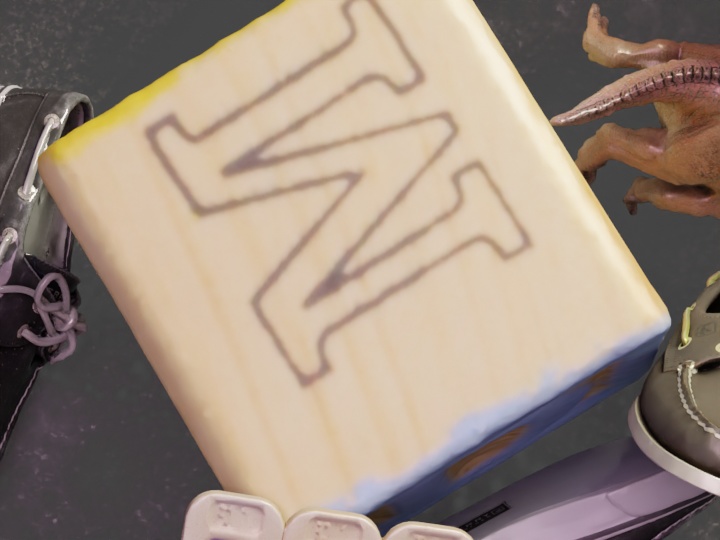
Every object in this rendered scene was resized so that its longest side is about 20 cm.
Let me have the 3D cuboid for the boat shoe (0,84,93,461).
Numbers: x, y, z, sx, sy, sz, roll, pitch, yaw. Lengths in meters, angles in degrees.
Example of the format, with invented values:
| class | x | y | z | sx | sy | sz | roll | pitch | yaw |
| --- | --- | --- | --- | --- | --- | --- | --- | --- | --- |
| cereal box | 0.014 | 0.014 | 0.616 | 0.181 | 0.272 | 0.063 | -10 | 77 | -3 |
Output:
| class | x | y | z | sx | sy | sz | roll | pitch | yaw |
| --- | --- | --- | --- | --- | --- | --- | --- | --- | --- |
| boat shoe | -0.160 | 0.012 | 1.242 | 0.068 | 0.074 | 0.200 | 3 | 72 | 19 |

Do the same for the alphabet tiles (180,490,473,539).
| class | x | y | z | sx | sy | sz | roll | pitch | yaw |
| --- | --- | --- | --- | --- | --- | --- | --- | --- | --- |
| alphabet tiles | -0.025 | 0.191 | 1.072 | 0.200 | 0.015 | 0.196 | 10 | 99 | -6 |

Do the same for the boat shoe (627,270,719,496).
| class | x | y | z | sx | sy | sz | roll | pitch | yaw |
| --- | --- | --- | --- | --- | --- | --- | --- | --- | --- |
| boat shoe | 0.161 | 0.044 | 1.141 | 0.072 | 0.202 | 0.060 | 26 | 107 | 3 |

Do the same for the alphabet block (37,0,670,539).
| class | x | y | z | sx | sy | sz | roll | pitch | yaw |
| --- | --- | --- | --- | --- | --- | --- | --- | --- | --- |
| alphabet block | 0.000 | 0.000 | 1.173 | 0.196 | 0.195 | 0.200 | -31 | 82 | -3 |

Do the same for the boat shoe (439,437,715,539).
| class | x | y | z | sx | sy | sz | roll | pitch | yaw |
| --- | --- | --- | --- | --- | --- | --- | --- | --- | --- |
| boat shoe | 0.083 | 0.135 | 1.193 | 0.199 | 0.074 | 0.068 | -26 | 102 | -8 |

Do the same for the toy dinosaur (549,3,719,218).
| class | x | y | z | sx | sy | sz | roll | pitch | yaw |
| --- | --- | --- | --- | --- | --- | --- | --- | --- | --- |
| toy dinosaur | 0.172 | -0.059 | 1.163 | 0.135 | 0.200 | 0.086 | 12 | 82 | 41 |
